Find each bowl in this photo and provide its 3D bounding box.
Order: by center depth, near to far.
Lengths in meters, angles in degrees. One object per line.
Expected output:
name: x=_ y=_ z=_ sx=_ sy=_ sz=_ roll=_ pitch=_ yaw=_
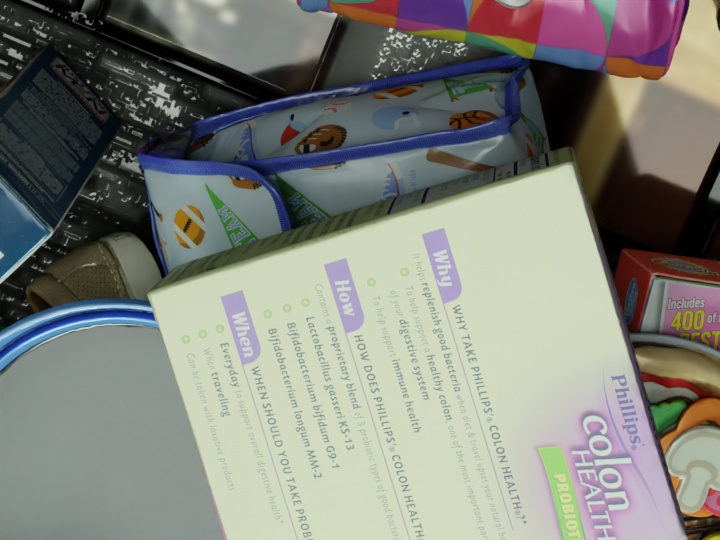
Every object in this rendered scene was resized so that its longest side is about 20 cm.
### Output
bowl: x=-0.117 y=0.111 z=1.304 sx=0.199 sy=0.039 sz=0.202 roll=0 pitch=99 yaw=2

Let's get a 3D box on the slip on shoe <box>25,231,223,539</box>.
slip on shoe: x=-0.105 y=0.082 z=1.355 sx=0.060 sy=0.076 sz=0.201 roll=-23 pitch=94 yaw=-26

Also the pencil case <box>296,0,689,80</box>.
pencil case: x=0.063 y=-0.149 z=1.305 sx=0.199 sy=0.088 sz=0.089 roll=11 pitch=107 yaw=-1

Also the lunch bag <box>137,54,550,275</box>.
lunch bag: x=0.000 y=0.000 z=1.335 sx=0.199 sy=0.124 sz=0.171 roll=-8 pitch=111 yaw=13

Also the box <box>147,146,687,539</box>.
box: x=0.027 y=0.058 z=1.220 sx=0.199 sy=0.097 sz=0.177 roll=-17 pitch=95 yaw=6

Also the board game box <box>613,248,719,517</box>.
board game box: x=0.181 y=0.097 z=1.357 sx=0.152 sy=0.040 sz=0.201 roll=8 pitch=106 yaw=-22

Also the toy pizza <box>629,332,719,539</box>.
toy pizza: x=0.129 y=0.128 z=1.307 sx=0.199 sy=0.032 sz=0.201 roll=-3 pitch=108 yaw=-9

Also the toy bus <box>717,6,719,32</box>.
toy bus: x=0.201 y=-0.159 z=1.299 sx=0.078 sy=0.065 sz=0.201 roll=-16 pitch=104 yaw=9

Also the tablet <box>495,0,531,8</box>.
tablet: x=0.028 y=-0.221 z=1.226 sx=0.200 sy=0.014 sz=0.130 roll=35 pitch=77 yaw=6

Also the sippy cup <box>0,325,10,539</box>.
sippy cup: x=-0.190 y=0.124 z=1.392 sx=0.129 sy=0.140 sz=0.178 roll=1 pitch=149 yaw=-6

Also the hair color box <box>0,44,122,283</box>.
hair color box: x=-0.183 y=-0.036 z=1.300 sx=0.100 sy=0.200 sz=0.061 roll=-41 pitch=100 yaw=14
